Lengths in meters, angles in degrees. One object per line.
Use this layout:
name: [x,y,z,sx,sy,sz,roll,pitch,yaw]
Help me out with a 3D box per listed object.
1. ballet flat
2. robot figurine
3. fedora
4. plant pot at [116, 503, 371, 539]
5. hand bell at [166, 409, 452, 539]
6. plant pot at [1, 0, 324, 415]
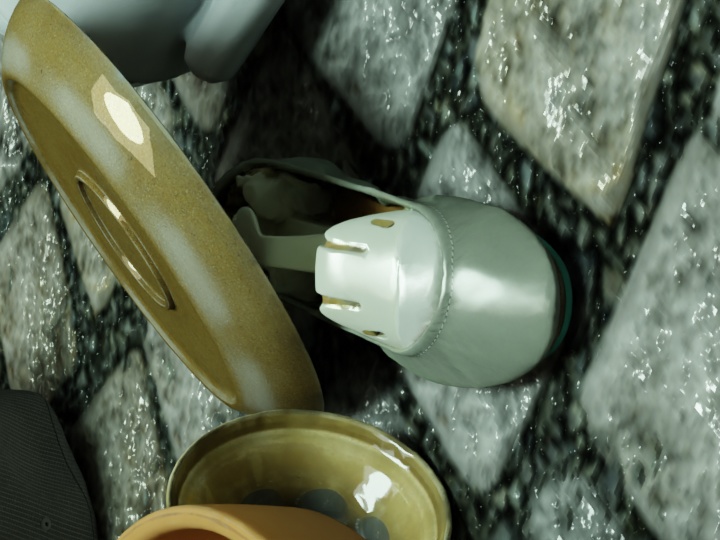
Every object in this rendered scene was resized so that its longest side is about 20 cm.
ballet flat: [0.000,0.000,0.930,0.200,0.063,0.068,22,107,59]
robot figurine: [-0.088,-0.158,1.050,0.170,0.113,0.200,51,136,18]
fedora: [-0.184,0.125,1.227,0.177,0.090,0.201,-22,75,60]
plant pot: [0.007,0.170,0.813,0.200,0.139,0.202,4,95,55]
hand bell: [-0.029,0.162,0.976,0.104,0.103,0.201,-122,30,-45]
plant pot: [-0.084,-0.018,0.997,0.200,0.027,0.200,52,168,16]
